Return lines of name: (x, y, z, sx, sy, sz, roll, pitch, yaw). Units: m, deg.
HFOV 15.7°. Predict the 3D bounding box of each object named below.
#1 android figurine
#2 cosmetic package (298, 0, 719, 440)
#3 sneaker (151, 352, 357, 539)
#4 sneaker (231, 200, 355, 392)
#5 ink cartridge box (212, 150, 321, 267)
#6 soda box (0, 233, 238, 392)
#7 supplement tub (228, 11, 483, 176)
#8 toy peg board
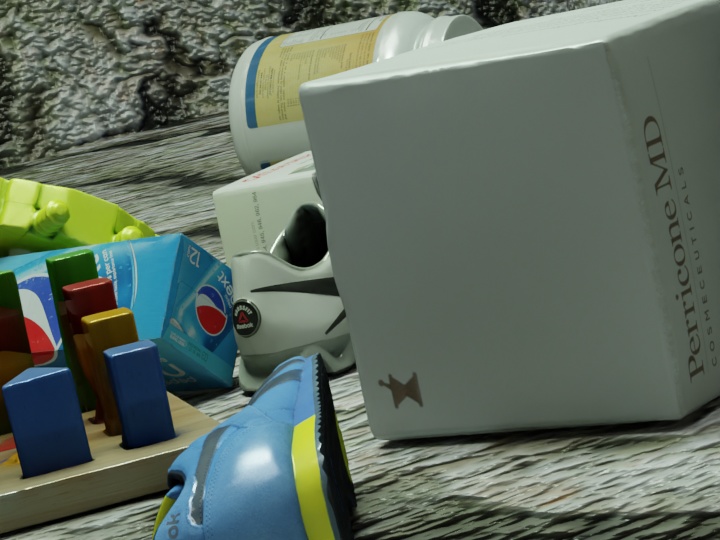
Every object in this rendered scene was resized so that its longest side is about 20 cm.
android figurine: (-0.190, 0.001, 1.516, 0.182, 0.041, 0.200, 21, -26, -24)
cosmetic package: (0.106, -0.031, 1.187, 0.166, 0.168, 0.200, -6, 10, 36)
sneaker: (-0.043, 0.079, 1.007, 0.078, 0.066, 0.200, -15, 8, 4)
sneaker: (0.000, 0.000, 1.428, 0.074, 0.089, 0.200, -8, 7, 34)
ink cartridge box: (0.027, -0.039, 1.663, 0.199, 0.084, 0.145, -8, 9, 26)
soda box: (-0.162, 0.031, 1.440, 0.199, 0.064, 0.068, -8, -29, 34)
supplement tub: (0.006, -0.137, 2.182, 0.199, 0.145, 0.145, -7, 9, 27)
toy peg board: (-0.183, 0.059, 1.240, 0.199, 0.098, 0.199, -14, 8, -14)
